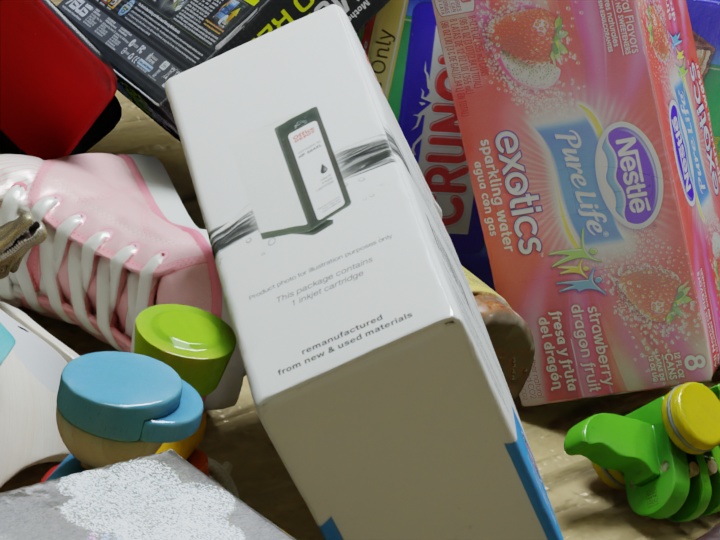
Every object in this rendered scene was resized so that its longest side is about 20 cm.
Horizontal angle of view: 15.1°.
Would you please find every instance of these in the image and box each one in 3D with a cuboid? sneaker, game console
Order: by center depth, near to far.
[{"bbox_3d":[-0.118,0.003,1.185,0.104,0.076,0.200,2,23,-22],"label":"sneaker"},{"bbox_3d":[-0.184,-0.148,1.290,0.200,0.119,0.172,46,28,-3],"label":"game console"}]

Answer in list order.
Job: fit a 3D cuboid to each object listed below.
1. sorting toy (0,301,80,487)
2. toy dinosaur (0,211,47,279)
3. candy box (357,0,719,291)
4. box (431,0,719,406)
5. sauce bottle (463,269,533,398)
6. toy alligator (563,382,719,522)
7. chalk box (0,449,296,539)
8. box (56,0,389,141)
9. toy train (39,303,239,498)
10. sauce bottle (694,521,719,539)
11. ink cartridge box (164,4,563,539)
[{"bbox_3d":[-0.184,0.028,1.094,0.200,0.107,0.180,33,10,37],"label":"sorting toy"},{"bbox_3d":[-0.235,-0.028,1.177,0.199,0.101,0.058,11,58,32],"label":"toy dinosaur"},{"bbox_3d":[0.084,-0.077,1.356,0.199,0.170,0.077,7,20,-13],"label":"candy box"},{"bbox_3d":[0.107,-0.051,1.244,0.094,0.201,0.103,-9,12,20],"label":"box"},{"bbox_3d":[0.000,0.000,1.247,0.066,0.066,0.200,-3,30,-34],"label":"sauce bottle"},{"bbox_3d":[0.165,0.077,1.210,0.199,0.059,0.055,-10,75,-46],"label":"toy alligator"},{"bbox_3d":[-0.046,0.162,0.806,0.200,0.124,0.124,33,28,35],"label":"chalk box"},{"bbox_3d":[-0.056,-0.142,1.309,0.044,0.160,0.200,49,-5,-27],"label":"box"},{"bbox_3d":[-0.074,0.063,1.017,0.084,0.116,0.200,18,24,9],"label":"toy train"},{"bbox_3d":[0.161,0.127,1.076,0.066,0.066,0.200,26,27,26],"label":"sauce bottle"},{"bbox_3d":[0.000,0.017,1.062,0.084,0.146,0.200,-24,41,4],"label":"ink cartridge box"}]
